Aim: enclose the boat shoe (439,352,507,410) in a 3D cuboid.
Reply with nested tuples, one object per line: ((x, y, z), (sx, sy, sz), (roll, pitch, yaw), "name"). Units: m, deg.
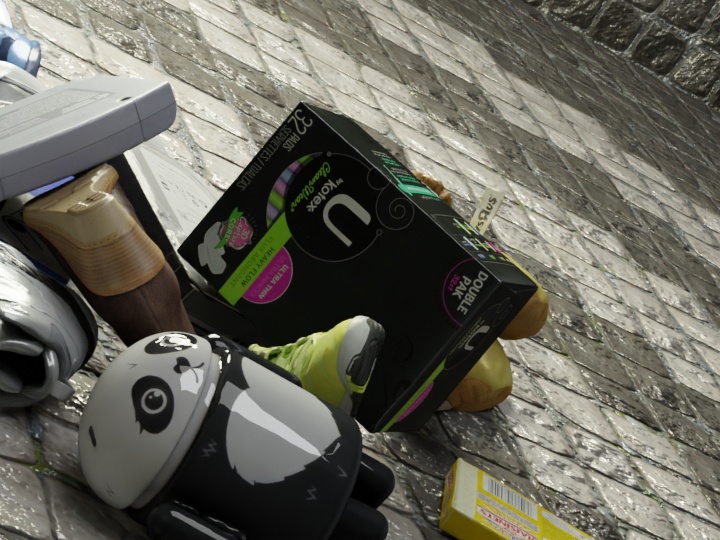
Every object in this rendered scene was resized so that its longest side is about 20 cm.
((0.088, 0.073, 2.114), (0.073, 0.063, 0.200), (39, 17, 17), "boat shoe")

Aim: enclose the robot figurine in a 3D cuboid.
((-0.077, 0.119, 1.568), (0.200, 0.125, 0.150), (29, -1, -15), "robot figurine")

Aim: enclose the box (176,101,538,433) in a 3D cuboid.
((0.000, 0.000, 1.819), (0.200, 0.149, 0.124), (43, 10, 14), "box")

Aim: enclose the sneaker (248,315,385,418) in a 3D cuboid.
((-0.044, 0.081, 1.692), (0.076, 0.200, 0.075), (28, 58, -8), "sneaker")

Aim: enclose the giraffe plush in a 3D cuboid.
((0.044, -0.004, 1.960), (0.172, 0.200, 0.162), (1, -21, 29), "giraffe plush")

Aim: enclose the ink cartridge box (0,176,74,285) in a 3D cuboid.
((-0.245, -0.032, 1.819), (0.094, 0.044, 0.200), (33, 16, -8), "ink cartridge box")

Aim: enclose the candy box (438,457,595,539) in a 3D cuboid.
((0.150, 0.217, 1.892), (0.200, 0.026, 0.102), (32, 19, -5), "candy box")

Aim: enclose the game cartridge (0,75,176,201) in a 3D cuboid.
((-0.234, -0.089, 1.767), (0.200, 0.041, 0.133), (-25, 17, -32), "game cartridge")

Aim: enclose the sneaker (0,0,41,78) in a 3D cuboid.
((-0.320, -0.182, 2.060), (0.082, 0.074, 0.200), (20, 14, -34), "sneaker")

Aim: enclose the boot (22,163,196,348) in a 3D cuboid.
((-0.160, 0.018, 1.714), (0.167, 0.072, 0.200), (64, -8, -15), "boot")

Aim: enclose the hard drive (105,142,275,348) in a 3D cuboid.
((-0.130, -0.019, 1.928), (0.140, 0.038, 0.200), (31, 22, -47), "hard drive")

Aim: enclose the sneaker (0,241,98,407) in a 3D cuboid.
((-0.257, 0.016, 1.606), (0.200, 0.075, 0.115), (33, 13, -13), "sneaker")

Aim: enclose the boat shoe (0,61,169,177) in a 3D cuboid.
((-0.228, -0.094, 1.985), (0.200, 0.072, 0.068), (31, 33, -39), "boat shoe")
